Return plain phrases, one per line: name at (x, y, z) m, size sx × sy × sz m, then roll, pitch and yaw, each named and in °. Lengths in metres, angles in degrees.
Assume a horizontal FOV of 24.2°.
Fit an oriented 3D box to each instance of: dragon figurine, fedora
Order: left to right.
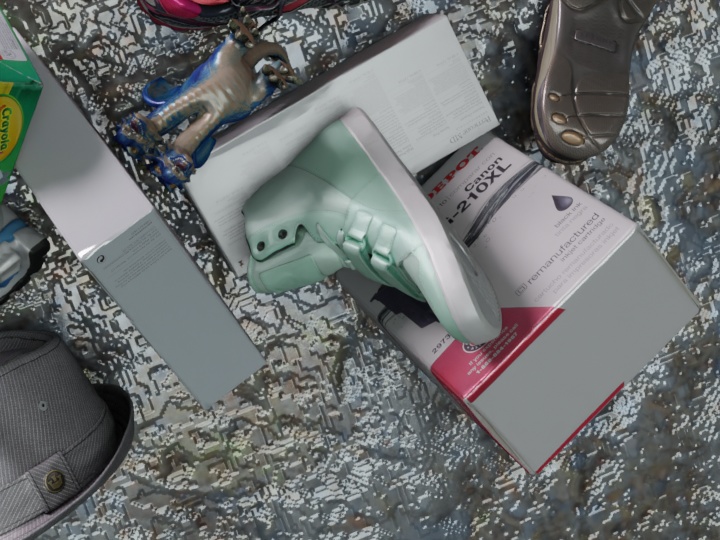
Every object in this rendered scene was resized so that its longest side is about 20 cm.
fedora at (-0.234, 0.099, 0.998) m, size 0.200 × 0.177 × 0.091 m, roll -32°, pitch 114°, yaw -23°
dragon figurine at (-0.092, -0.103, 1.004) m, size 0.099 × 0.200 × 0.059 m, roll -37°, pitch 100°, yaw 11°

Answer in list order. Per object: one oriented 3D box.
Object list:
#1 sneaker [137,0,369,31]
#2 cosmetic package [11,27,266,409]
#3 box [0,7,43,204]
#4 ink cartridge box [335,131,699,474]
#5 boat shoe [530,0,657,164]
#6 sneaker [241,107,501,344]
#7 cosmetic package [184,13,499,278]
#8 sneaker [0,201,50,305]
sneaker at (-0.040, -0.191, 1.049) m, size 0.199 × 0.075 × 0.081 m, roll -20°, pitch 105°, yaw -10°
cosmetic package at (-0.145, -0.031, 0.963) m, size 0.052 × 0.200 × 0.151 m, roll -36°, pitch 139°, yaw -7°
box at (-0.243, -0.060, 0.941) m, size 0.048 × 0.118 × 0.200 m, roll 0°, pitch 133°, yaw -38°
ink cartridge box at (0.091, 0.012, 1.048) m, size 0.145 × 0.200 × 0.084 m, roll -45°, pitch 122°, yaw -2°
boat shoe at (0.148, -0.163, 1.105) m, size 0.074 × 0.073 × 0.201 m, roll 22°, pitch 74°, yaw -9°
sneaker at (0.000, 0.000, 0.994) m, size 0.118 × 0.201 × 0.074 m, roll -37°, pitch 135°, yaw 3°
cosmetic package at (-0.017, -0.083, 1.088) m, size 0.199 × 0.051 × 0.083 m, roll -30°, pitch 104°, yaw -7°
sneaker at (-0.291, 0.019, 1.039) m, size 0.200 × 0.075 × 0.087 m, roll -41°, pitch 84°, yaw -2°
